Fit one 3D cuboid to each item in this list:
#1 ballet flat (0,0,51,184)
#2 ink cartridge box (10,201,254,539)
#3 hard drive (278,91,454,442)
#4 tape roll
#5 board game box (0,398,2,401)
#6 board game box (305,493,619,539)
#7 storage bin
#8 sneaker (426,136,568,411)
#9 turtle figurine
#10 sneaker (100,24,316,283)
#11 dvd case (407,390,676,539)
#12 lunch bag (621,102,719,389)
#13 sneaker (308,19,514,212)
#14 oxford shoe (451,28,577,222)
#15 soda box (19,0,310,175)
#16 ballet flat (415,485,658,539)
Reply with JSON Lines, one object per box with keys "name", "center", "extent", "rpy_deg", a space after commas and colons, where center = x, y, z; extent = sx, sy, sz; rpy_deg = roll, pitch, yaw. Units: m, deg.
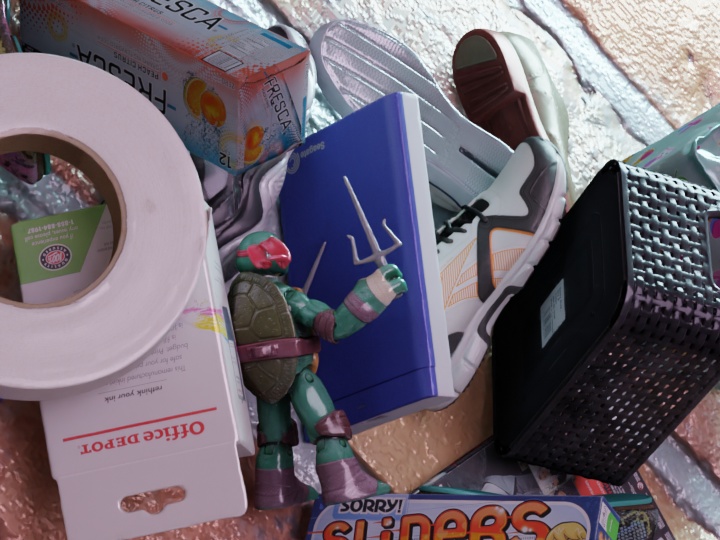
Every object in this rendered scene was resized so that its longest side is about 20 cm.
{"name": "ballet flat", "center": [-0.241, -0.143, 1.404], "extent": [0.071, 0.069, 0.200], "rpy_deg": [-6, 73, -20]}
{"name": "ink cartridge box", "center": [-0.132, 0.062, 1.369], "extent": [0.117, 0.067, 0.200], "rpy_deg": [-11, 78, 3]}
{"name": "hard drive", "center": [0.000, 0.000, 1.483], "extent": [0.025, 0.132, 0.200], "rpy_deg": [6, 70, -39]}
{"name": "tape roll", "center": [-0.188, -0.026, 1.307], "extent": [0.202, 0.037, 0.203], "rpy_deg": [4, 74, -14]}
{"name": "board game box", "center": [-0.303, 0.041, 1.294], "extent": [0.200, 0.045, 0.135], "rpy_deg": [43, 53, -17]}
{"name": "board game box", "center": [0.053, 0.206, 1.412], "extent": [0.034, 0.200, 0.136], "rpy_deg": [51, 43, -50]}
{"name": "storage bin", "center": [0.170, 0.038, 1.536], "extent": [0.094, 0.200, 0.135], "rpy_deg": [16, 49, -17]}
{"name": "sneaker", "center": [0.070, -0.007, 1.541], "extent": [0.080, 0.074, 0.200], "rpy_deg": [30, 86, -15]}
{"name": "turtle figurine", "center": [-0.040, 0.047, 1.433], "extent": [0.101, 0.150, 0.200], "rpy_deg": [-7, 89, -29]}
{"name": "sneaker", "center": [-0.103, -0.095, 1.476], "extent": [0.114, 0.075, 0.200], "rpy_deg": [32, 59, -27]}
{"name": "dvd case", "center": [0.126, 0.177, 1.588], "extent": [0.200, 0.022, 0.146], "rpy_deg": [-31, 94, -41]}
{"name": "lunch bag", "center": [0.269, -0.005, 1.665], "extent": [0.200, 0.170, 0.122], "rpy_deg": [52, 50, -7]}
{"name": "sneaker", "center": [0.029, -0.096, 1.580], "extent": [0.200, 0.071, 0.073], "rpy_deg": [42, 63, -26]}
{"name": "oxford shoe", "center": [0.134, -0.084, 1.660], "extent": [0.075, 0.070, 0.200], "rpy_deg": [-9, 80, -44]}
{"name": "soda box", "center": [-0.122, -0.132, 1.403], "extent": [0.064, 0.200, 0.068], "rpy_deg": [-27, 134, -40]}
{"name": "ballet flat", "center": [0.120, 0.181, 1.529], "extent": [0.200, 0.074, 0.074], "rpy_deg": [6, 70, -31]}
